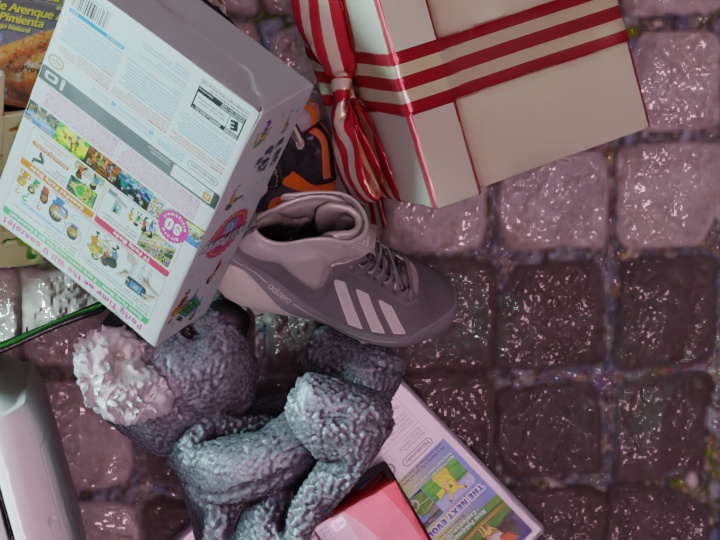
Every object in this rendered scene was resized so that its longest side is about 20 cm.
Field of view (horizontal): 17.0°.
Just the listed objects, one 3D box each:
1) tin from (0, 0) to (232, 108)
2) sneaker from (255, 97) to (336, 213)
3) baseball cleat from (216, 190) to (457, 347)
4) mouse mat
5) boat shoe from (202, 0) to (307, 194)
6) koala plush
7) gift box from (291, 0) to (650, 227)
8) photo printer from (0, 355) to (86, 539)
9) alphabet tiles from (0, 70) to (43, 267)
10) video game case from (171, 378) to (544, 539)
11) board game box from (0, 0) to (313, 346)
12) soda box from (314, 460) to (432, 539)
[{"bbox_3d":[-0.180,-0.158,1.573,0.200,0.042,0.112,10,116,-21],"label":"tin"},{"bbox_3d":[-0.112,-0.042,1.640,0.200,0.078,0.112,-12,109,5],"label":"sneaker"},{"bbox_3d":[0.000,0.000,1.596,0.200,0.106,0.070,6,57,-35],"label":"baseball cleat"},{"bbox_3d":[-0.260,0.059,1.596,0.200,0.161,0.008,-21,93,-3],"label":"mouse mat"},{"bbox_3d":[-0.104,-0.138,1.550,0.060,0.076,0.200,-40,114,-27],"label":"boat shoe"},{"bbox_3d":[-0.101,0.094,1.606,0.200,0.177,0.184,35,102,-5],"label":"koala plush"},{"bbox_3d":[0.055,-0.136,1.595,0.187,0.200,0.185,-20,97,-18],"label":"gift box"},{"bbox_3d":[-0.228,0.153,1.594,0.069,0.200,0.167,-15,101,-4],"label":"photo printer"},{"bbox_3d":[-0.287,-0.048,1.586,0.166,0.006,0.200,-6,134,-18],"label":"alphabet tiles"},{"bbox_3d":[-0.001,0.188,1.714,0.200,0.022,0.182,-44,100,1],"label":"video game case"},{"bbox_3d":[-0.135,-0.074,1.506,0.148,0.064,0.200,38,128,13],"label":"board game box"},{"bbox_3d":[0.039,0.238,1.683,0.070,0.063,0.200,-30,100,-2],"label":"soda box"}]
